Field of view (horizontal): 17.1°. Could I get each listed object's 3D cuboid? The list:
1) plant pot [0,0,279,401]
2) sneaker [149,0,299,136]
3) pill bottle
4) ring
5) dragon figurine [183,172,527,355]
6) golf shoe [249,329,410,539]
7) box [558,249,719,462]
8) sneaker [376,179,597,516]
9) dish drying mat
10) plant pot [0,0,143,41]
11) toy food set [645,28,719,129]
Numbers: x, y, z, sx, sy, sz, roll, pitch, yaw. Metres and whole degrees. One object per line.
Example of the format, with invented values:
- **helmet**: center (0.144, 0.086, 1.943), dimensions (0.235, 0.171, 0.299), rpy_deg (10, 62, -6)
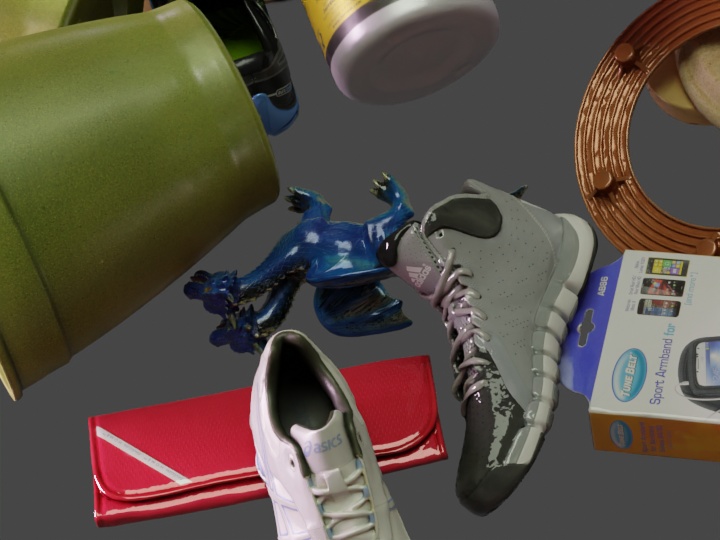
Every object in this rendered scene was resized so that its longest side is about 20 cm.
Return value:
- **plant pot**: center (-0.156, -0.059, 1.369), dimensions (0.192, 0.201, 0.201), rpy_deg (-27, 49, -10)
- **sneaker**: center (-0.091, -0.169, 1.538), dimensions (0.070, 0.083, 0.200), rpy_deg (-21, 48, -8)
- **pill bottle**: center (0.004, -0.214, 1.504), dimensions (0.111, 0.111, 0.201), rpy_deg (-19, 67, -6)
- **ring**: center (0.215, -0.088, 1.393), dimensions (0.199, 0.019, 0.202), rpy_deg (-10, 65, 23)
- **dragon figurine**: center (0.000, 0.000, 1.385), dimensions (0.198, 0.059, 0.100), rpy_deg (-3, 48, 10)
- **golf shoe**: center (-0.016, 0.122, 1.246), dimensions (0.078, 0.097, 0.201), rpy_deg (-21, 59, -7)
- **box**: center (0.211, 0.049, 1.313), dimensions (0.198, 0.042, 0.120), rpy_deg (4, 50, 18)
- **sneaker**: center (0.052, 0.033, 1.303), dimensions (0.115, 0.075, 0.201), rpy_deg (28, 50, -11)
- **dish drying mat**: center (-0.054, 0.094, 1.340), dimensions (0.198, 0.018, 0.077), rpy_deg (-11, 47, 2)
- **plant pot**: center (-0.247, -0.174, 1.508), dimensions (0.192, 0.201, 0.201), rpy_deg (20, 55, 14)
- **toy food set**: center (0.286, -0.129, 1.449), dimensions (0.199, 0.049, 0.198), rpy_deg (-32, 51, -18)
